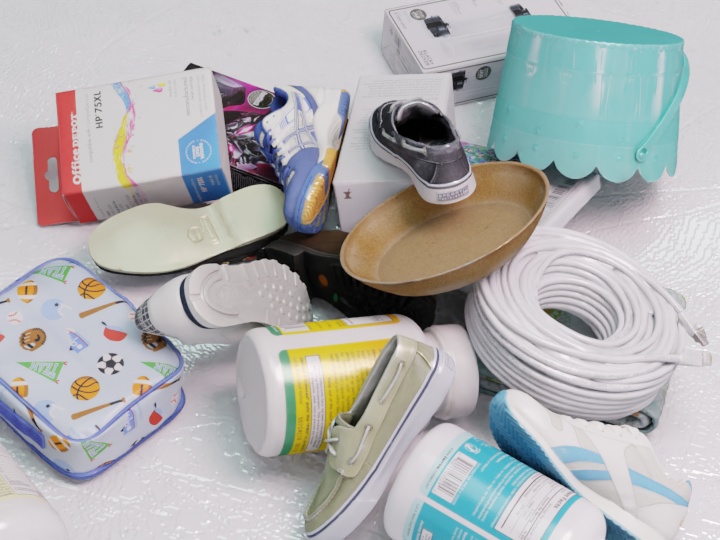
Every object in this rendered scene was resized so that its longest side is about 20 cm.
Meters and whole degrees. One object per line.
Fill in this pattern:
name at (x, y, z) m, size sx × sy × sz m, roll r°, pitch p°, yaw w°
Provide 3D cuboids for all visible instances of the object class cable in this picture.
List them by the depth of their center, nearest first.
cable at (0.191, 0.044, 1.523) m, size 0.199 × 0.070 × 0.201 m, roll -9°, pitch 48°, yaw -30°

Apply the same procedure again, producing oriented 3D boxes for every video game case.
video game case at (0.111, -0.055, 1.689) m, size 0.181 × 0.024 × 0.200 m, roll 16°, pitch 45°, yaw 36°

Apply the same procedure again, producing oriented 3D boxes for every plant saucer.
plant saucer at (0.080, -0.031, 1.523) m, size 0.199 × 0.036 × 0.201 m, roll -20°, pitch 26°, yaw 10°

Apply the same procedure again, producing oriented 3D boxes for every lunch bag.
lunch bag at (-0.266, 0.086, 1.524) m, size 0.199 × 0.076 × 0.160 m, roll 36°, pitch 56°, yaw 24°

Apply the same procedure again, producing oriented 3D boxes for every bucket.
bucket at (0.232, -0.177, 1.720) m, size 0.205 × 0.136 × 0.207 m, roll 6°, pitch 17°, yaw -2°

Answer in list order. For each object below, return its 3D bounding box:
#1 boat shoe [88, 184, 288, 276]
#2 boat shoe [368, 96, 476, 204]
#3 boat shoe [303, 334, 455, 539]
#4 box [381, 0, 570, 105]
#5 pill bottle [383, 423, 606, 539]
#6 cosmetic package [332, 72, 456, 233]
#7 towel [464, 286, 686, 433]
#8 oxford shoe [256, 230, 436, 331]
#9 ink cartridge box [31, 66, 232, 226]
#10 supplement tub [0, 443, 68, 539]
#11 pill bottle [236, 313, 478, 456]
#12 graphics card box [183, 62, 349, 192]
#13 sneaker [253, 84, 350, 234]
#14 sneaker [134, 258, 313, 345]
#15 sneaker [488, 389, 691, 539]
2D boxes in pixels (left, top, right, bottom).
boat shoe at (-0.166, -0.030, 1.652) m, size 0.200 × 0.063 × 0.074 m, roll -14°, pitch 70°, yaw -18°
boat shoe at (0.052, -0.131, 1.597) m, size 0.071 × 0.068 × 0.200 m, roll -17°, pitch 29°, yaw -7°
boat shoe at (0.003, 0.141, 1.430) m, size 0.062 × 0.201 × 0.072 m, roll 31°, pitch 8°, yaw -16°
box at (0.135, -0.250, 1.882) m, size 0.198 × 0.060 × 0.117 m, roll -15°, pitch 50°, yaw -18°
pill bottle at (0.126, 0.219, 1.410) m, size 0.199 × 0.111 × 0.111 m, roll 29°, pitch 51°, yaw 20°
cosmetic package at (0.038, -0.117, 1.712) m, size 0.100 × 0.072 × 0.201 m, roll 0°, pitch 37°, yaw 11°
towel at (0.199, 0.060, 1.608) m, size 0.198 × 0.048 × 0.172 m, roll 15°, pitch 48°, yaw 9°
oxford shoe at (0.000, 0.000, 1.611) m, size 0.199 × 0.073 × 0.084 m, roll 24°, pitch 43°, yaw 33°
ink cartridge box at (-0.233, -0.120, 1.679) m, size 0.198 × 0.067 × 0.117 m, roll -10°, pitch 67°, yaw 2°
supplement tub at (-0.323, 0.209, 1.354) m, size 0.144 × 0.146 × 0.200 m, roll -29°, pitch 56°, yaw -28°
pill bottle at (-0.002, 0.098, 1.505) m, size 0.198 × 0.113 × 0.113 m, roll -6°, pitch 47°, yaw -19°
graphics card box at (-0.118, -0.133, 1.757) m, size 0.199 × 0.051 × 0.126 m, roll 21°, pitch 49°, yaw 15°
sneaker at (-0.065, -0.109, 1.662) m, size 0.087 × 0.076 × 0.201 m, roll 10°, pitch 39°, yaw 0°
sneaker at (-0.117, 0.036, 1.548) m, size 0.199 × 0.080 × 0.077 m, roll 13°, pitch 57°, yaw -54°
sneaker at (0.194, 0.160, 1.449) m, size 0.200 × 0.076 × 0.081 m, roll 39°, pitch 71°, yaw -12°
